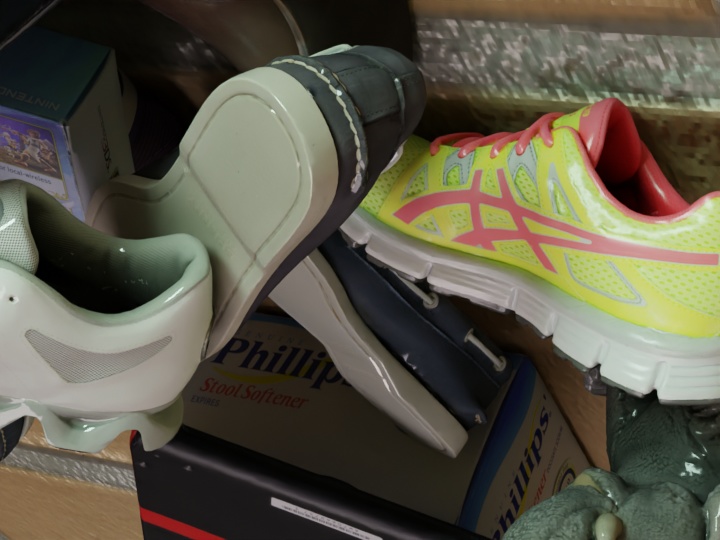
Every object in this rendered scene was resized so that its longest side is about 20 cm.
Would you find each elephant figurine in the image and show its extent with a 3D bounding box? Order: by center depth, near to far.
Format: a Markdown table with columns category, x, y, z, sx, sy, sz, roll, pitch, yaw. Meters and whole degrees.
| category | x | y | z | sx | sy | sz | roll | pitch | yaw |
| --- | --- | --- | --- | --- | --- | --- | --- | --- | --- |
| elephant figurine | 0.124 | 0.104 | 0.793 | 0.155 | 0.201 | 0.142 | 19 | 155 | 8 |

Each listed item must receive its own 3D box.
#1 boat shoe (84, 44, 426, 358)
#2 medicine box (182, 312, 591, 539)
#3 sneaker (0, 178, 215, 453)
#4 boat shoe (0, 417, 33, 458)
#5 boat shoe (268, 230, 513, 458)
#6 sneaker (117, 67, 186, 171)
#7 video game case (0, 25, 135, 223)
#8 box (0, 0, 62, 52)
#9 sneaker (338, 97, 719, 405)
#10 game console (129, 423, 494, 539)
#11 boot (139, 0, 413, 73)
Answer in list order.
| category | x | y | z | sx | sy | sz | roll | pitch | yaw |
| --- | --- | --- | --- | --- | --- | --- | --- | --- | --- |
| boat shoe | -0.039 | -0.021 | 0.684 | 0.073 | 0.063 | 0.200 | 59 | 149 | 4 |
| medicine box | 0.018 | 0.120 | 1.032 | 0.182 | 0.103 | 0.200 | 8 | 152 | 29 |
| sneaker | -0.142 | 0.002 | 0.631 | 0.199 | 0.074 | 0.089 | 5 | 133 | -23 |
| boat shoe | -0.180 | 0.034 | 0.769 | 0.075 | 0.062 | 0.200 | 10 | 152 | 11 |
| boat shoe | 0.000 | 0.000 | 0.853 | 0.200 | 0.062 | 0.075 | 48 | 162 | -27 |
| sneaker | -0.145 | -0.032 | 0.906 | 0.200 | 0.076 | 0.087 | -5 | 150 | 46 |
| video game case | -0.183 | -0.041 | 0.803 | 0.199 | 0.046 | 0.182 | 18 | 147 | 14 |
| box | -0.224 | -0.123 | 0.625 | 0.200 | 0.118 | 0.197 | -19 | 113 | 38 |
| sneaker | 0.070 | -0.029 | 0.745 | 0.200 | 0.091 | 0.078 | 26 | -157 | 29 |
| game console | -0.014 | 0.139 | 0.949 | 0.199 | 0.031 | 0.177 | 19 | 149 | 8 |
| boot | -0.092 | -0.112 | 0.719 | 0.199 | 0.064 | 0.187 | 11 | 152 | 29 |
